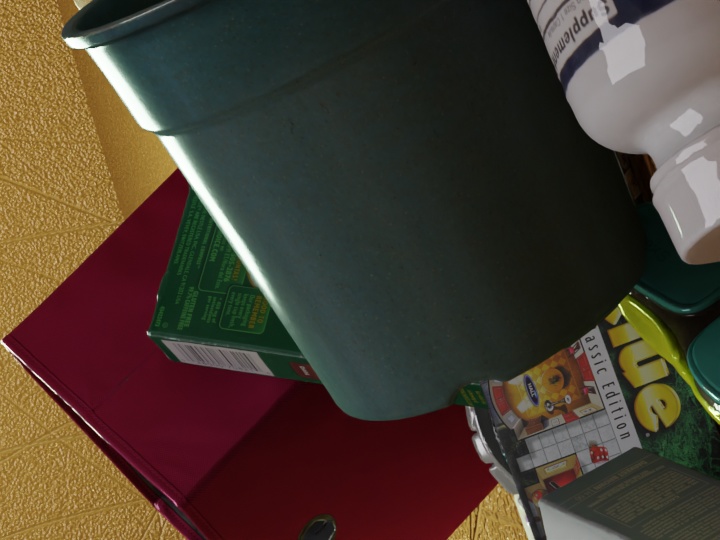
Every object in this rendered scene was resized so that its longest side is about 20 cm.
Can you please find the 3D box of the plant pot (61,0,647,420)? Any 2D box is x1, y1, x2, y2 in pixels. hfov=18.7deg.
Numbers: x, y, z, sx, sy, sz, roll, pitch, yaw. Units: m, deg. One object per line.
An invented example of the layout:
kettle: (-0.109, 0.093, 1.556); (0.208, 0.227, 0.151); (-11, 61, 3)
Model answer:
plant pot: (0.011, -0.059, 0.890); (0.197, 0.199, 0.200); (62, 171, -15)

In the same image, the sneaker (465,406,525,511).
sneaker: (0.123, 0.115, 1.142); (0.201, 0.077, 0.091); (64, 159, 1)

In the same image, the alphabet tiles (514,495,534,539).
alphabet tiles: (0.137, 0.220, 1.334); (0.200, 0.014, 0.197); (127, 124, -75)

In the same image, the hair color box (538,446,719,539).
hair color box: (0.162, 0.152, 0.901); (0.200, 0.060, 0.100); (20, 129, 57)

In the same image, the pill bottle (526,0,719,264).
pill bottle: (0.109, -0.110, 0.749); (0.111, 0.110, 0.201); (112, 139, -72)

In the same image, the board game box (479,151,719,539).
board game box: (0.108, 0.048, 1.025); (0.023, 0.104, 0.202); (-1, -110, -69)

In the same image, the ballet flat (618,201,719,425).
ballet flat: (0.157, 0.031, 0.887); (0.067, 0.067, 0.200); (54, 180, -26)

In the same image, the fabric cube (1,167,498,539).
fabric cube: (-0.044, 0.066, 1.260); (0.200, 0.199, 0.197); (36, 166, 42)

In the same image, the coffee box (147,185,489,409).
coffee box: (0.000, 0.000, 1.123); (0.044, 0.198, 0.124); (60, -140, -60)

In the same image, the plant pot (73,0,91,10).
plant pot: (-0.051, -0.229, 1.163); (0.201, 0.198, 0.184); (-121, 33, -45)
